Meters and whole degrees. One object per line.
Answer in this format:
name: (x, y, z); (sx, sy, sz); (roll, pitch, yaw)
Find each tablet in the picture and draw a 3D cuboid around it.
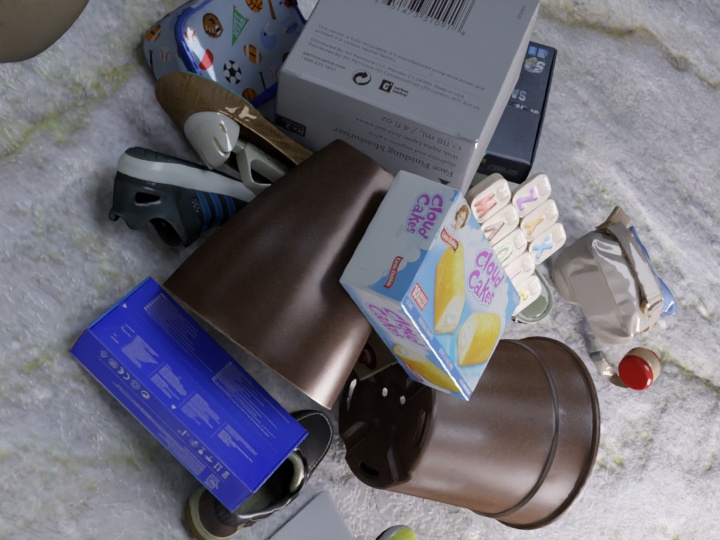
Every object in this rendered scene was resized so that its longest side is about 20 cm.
tablet: (-0.021, 0.322, 1.512); (0.130, 0.014, 0.200); (-36, 101, -49)

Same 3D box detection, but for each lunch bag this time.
lunch bag: (-0.115, -0.207, 1.594); (0.200, 0.075, 0.161); (-42, 108, -46)

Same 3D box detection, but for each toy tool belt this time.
toy tool belt: (0.328, 0.031, 1.936); (0.123, 0.125, 0.200); (-35, 101, -40)

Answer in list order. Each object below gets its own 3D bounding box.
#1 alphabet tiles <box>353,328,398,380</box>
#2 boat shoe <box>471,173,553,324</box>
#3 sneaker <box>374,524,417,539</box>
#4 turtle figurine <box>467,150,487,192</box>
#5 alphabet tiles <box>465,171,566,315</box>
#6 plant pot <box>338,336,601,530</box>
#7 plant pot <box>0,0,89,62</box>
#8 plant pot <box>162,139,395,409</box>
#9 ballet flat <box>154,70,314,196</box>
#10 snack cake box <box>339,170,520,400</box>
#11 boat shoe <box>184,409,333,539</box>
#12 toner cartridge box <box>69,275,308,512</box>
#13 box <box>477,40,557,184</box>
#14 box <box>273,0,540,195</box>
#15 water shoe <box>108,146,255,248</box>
alphabet tiles: (0.000, 0.000, 1.542); (0.200, 0.167, 0.008); (61, -5, 22)
boat shoe: (0.148, -0.030, 1.815); (0.072, 0.061, 0.202); (-27, 91, -11)
sneaker: (0.048, 0.337, 1.513); (0.075, 0.076, 0.201); (22, 56, -39)
turtle figurine: (0.067, -0.088, 1.667); (0.200, 0.150, 0.101); (41, 9, -43)
alphabet tiles: (0.135, -0.011, 1.704); (0.195, 0.015, 0.200); (-36, 138, -11)
plant pot: (0.099, 0.151, 1.592); (0.198, 0.200, 0.201); (11, 65, -37)
plant pot: (-0.297, -0.299, 1.389); (0.200, 0.134, 0.201); (21, 59, -40)
plant pot: (-0.044, -0.011, 1.434); (0.187, 0.187, 0.200); (37, 87, -31)
ballet flat: (-0.107, -0.109, 1.487); (0.200, 0.068, 0.072); (35, 38, -25)
snack cake box: (0.066, 0.017, 1.411); (0.115, 0.067, 0.200); (-60, 148, -16)
boat shoe: (-0.077, 0.185, 1.469); (0.201, 0.066, 0.072); (-34, 99, -49)
toner cartridge box: (-0.148, 0.107, 1.398); (0.200, 0.043, 0.095); (45, 42, 1)
box: (0.101, -0.192, 1.730); (0.199, 0.051, 0.158); (16, 63, 0)
box: (0.043, -0.188, 1.546); (0.198, 0.131, 0.200); (21, 58, 6)
water shoe: (-0.161, -0.060, 1.498); (0.200, 0.071, 0.079); (16, 96, -51)
